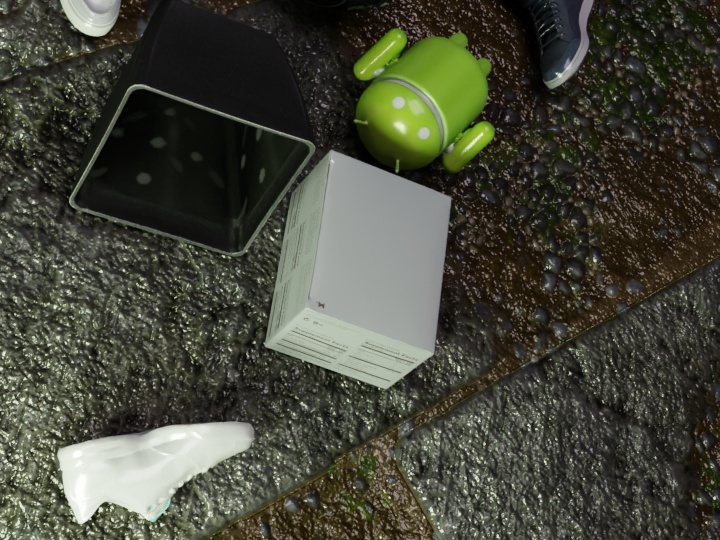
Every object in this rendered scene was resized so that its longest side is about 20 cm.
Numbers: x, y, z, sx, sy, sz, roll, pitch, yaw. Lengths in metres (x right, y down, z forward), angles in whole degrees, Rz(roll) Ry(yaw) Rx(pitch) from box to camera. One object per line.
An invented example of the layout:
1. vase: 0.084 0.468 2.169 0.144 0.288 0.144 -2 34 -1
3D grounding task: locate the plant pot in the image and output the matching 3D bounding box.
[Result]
1. plant pot: -0.173 -0.164 1.617 0.199 0.200 0.178 18 48 -20

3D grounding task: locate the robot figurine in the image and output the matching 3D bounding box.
1. robot figurine: 0.073 -0.197 1.808 0.176 0.116 0.200 47 54 -3

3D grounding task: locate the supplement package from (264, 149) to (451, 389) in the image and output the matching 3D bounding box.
1. supplement package: 0.000 0.000 1.674 0.155 0.111 0.201 20 59 -19

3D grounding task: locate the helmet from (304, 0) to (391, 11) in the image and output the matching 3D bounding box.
1. helmet: -0.027 -0.409 1.812 0.199 0.190 0.202 -11 107 -40

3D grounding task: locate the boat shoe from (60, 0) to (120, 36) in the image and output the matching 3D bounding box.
1. boat shoe: -0.290 -0.359 1.714 0.072 0.068 0.201 15 60 -22

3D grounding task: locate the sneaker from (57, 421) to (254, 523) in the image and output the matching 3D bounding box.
1. sneaker: -0.194 0.198 1.503 0.199 0.075 0.089 -8 83 -26

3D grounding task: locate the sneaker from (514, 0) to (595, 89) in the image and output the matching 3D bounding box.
1. sneaker: 0.227 -0.336 1.979 0.146 0.077 0.203 36 44 -23
